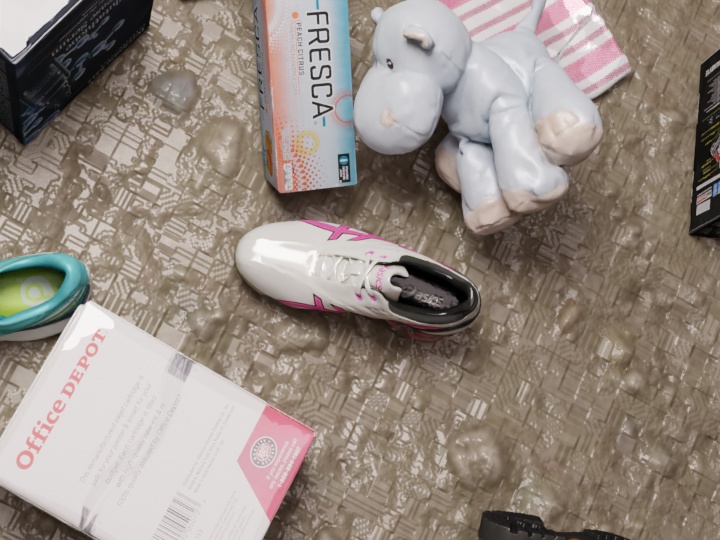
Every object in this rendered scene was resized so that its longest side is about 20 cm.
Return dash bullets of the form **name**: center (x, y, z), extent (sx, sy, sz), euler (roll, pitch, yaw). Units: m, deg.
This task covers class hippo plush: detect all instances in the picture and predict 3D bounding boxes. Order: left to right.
- **hippo plush**: center (0.085, -0.138, 1.034), extent (0.159, 0.159, 0.202), euler (19, 99, -33)

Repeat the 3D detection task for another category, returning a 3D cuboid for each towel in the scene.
- **towel**: center (0.129, -0.222, 1.165), extent (0.145, 0.030, 0.201), euler (-31, 87, -15)

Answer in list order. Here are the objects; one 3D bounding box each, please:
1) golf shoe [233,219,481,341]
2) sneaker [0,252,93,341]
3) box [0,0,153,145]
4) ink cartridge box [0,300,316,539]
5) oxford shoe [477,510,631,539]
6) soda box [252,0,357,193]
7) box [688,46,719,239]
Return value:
- **golf shoe**: center (0.000, 0.000, 1.060), extent (0.197, 0.092, 0.074), euler (13, 78, -8)
- **sneaker**: center (-0.296, 0.025, 0.996), extent (0.198, 0.080, 0.078), euler (-19, 83, -15)
- **box**: center (-0.235, -0.202, 0.992), extent (0.107, 0.200, 0.149), euler (43, 74, -2)
- **ink cartridge box**: center (-0.154, 0.136, 1.002), extent (0.199, 0.083, 0.148), euler (31, 74, -5)
- **oxford shoe**: center (0.180, 0.249, 1.069), extent (0.197, 0.073, 0.086), euler (13, 93, -8)
- **soda box**: center (-0.045, -0.167, 1.057), extent (0.067, 0.064, 0.203), euler (-7, 107, -13)
- **box**: center (0.332, -0.125, 1.101), extent (0.049, 0.200, 0.162), euler (8, 76, -9)
